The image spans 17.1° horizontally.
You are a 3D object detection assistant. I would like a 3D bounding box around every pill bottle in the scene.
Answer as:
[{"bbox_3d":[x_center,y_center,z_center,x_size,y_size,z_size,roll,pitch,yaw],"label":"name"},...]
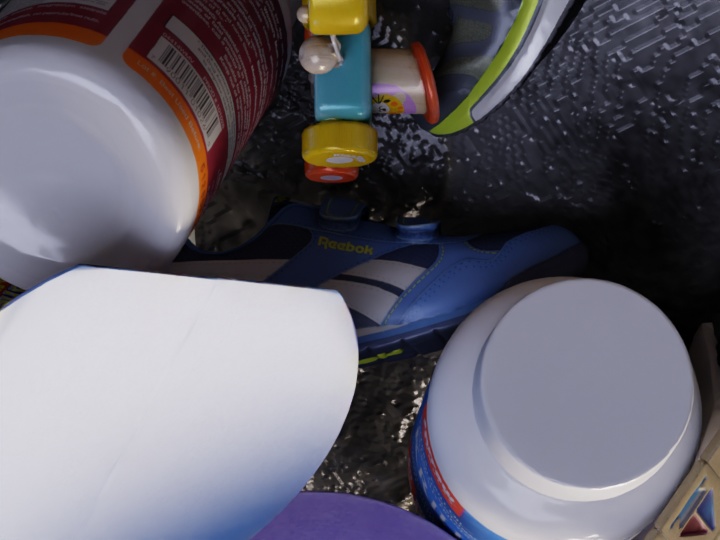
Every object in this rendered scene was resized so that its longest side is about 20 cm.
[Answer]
[{"bbox_3d":[0.080,0.066,0.996,0.112,0.113,0.200,22,165,3],"label":"pill bottle"},{"bbox_3d":[-0.090,-0.082,0.962,0.109,0.200,0.110,8,122,12],"label":"pill bottle"}]

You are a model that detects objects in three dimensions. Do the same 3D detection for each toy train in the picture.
[{"bbox_3d":[0.003,-0.133,0.951,0.055,0.150,0.201,0,129,1],"label":"toy train"}]

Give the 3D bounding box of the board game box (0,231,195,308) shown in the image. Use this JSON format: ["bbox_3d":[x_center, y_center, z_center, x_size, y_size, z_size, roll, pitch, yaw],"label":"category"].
[{"bbox_3d":[-0.132,0.069,1.070,0.056,0.196,0.201,10,123,16],"label":"board game box"}]

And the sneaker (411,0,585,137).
[{"bbox_3d":[0.062,-0.144,0.964,0.081,0.074,0.200,30,118,6],"label":"sneaker"}]

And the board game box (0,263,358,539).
[{"bbox_3d":[-0.097,0.052,0.931,0.199,0.039,0.158,5,126,-39],"label":"board game box"}]

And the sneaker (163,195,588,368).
[{"bbox_3d":[0.000,0.000,1.053,0.199,0.074,0.083,-12,80,0],"label":"sneaker"}]

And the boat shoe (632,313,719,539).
[{"bbox_3d":[0.177,0.105,1.077,0.092,0.075,0.200,6,136,-8],"label":"boat shoe"}]

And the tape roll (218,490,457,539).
[{"bbox_3d":[-0.023,0.198,1.030,0.199,0.201,0.085,26,168,1],"label":"tape roll"}]

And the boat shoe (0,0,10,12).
[{"bbox_3d":[-0.126,-0.175,1.001,0.069,0.057,0.200,37,125,-2],"label":"boat shoe"}]

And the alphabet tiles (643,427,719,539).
[{"bbox_3d":[0.172,0.143,1.001,0.006,0.167,0.200,22,160,45],"label":"alphabet tiles"}]
